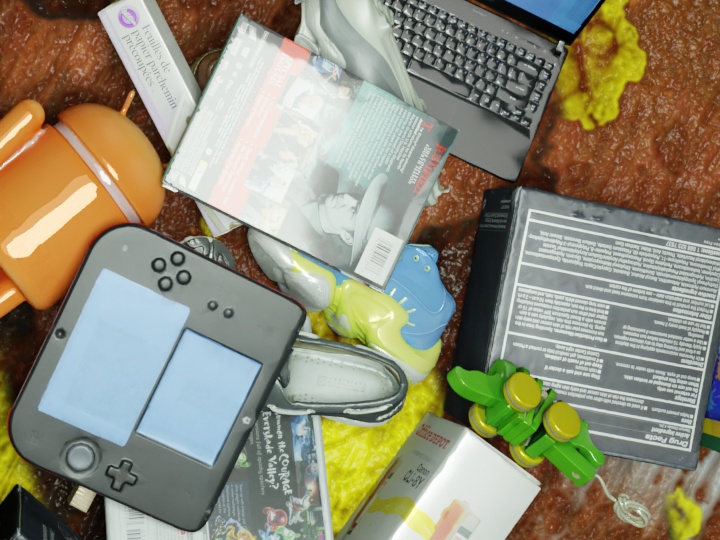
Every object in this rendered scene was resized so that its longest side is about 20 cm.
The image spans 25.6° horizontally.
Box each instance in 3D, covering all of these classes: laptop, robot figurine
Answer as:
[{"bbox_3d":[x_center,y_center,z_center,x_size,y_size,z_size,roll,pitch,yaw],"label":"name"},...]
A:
[{"bbox_3d":[0.103,-0.200,1.314,0.176,0.103,0.202,23,87,-11],"label":"laptop"},{"bbox_3d":[-0.234,-0.049,1.242,0.200,0.117,0.144,-40,84,-9],"label":"robot figurine"}]

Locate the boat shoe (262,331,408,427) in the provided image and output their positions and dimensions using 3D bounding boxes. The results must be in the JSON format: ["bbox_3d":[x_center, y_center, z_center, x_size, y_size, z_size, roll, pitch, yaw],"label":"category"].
[{"bbox_3d":[-0.059,0.080,1.272,0.197,0.060,0.077,4,71,-9],"label":"boat shoe"}]

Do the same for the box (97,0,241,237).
[{"bbox_3d":[-0.142,-0.125,1.260,0.038,0.042,0.202,-24,105,10],"label":"box"}]

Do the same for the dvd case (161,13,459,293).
[{"bbox_3d":[-0.038,-0.090,1.246,0.198,0.022,0.147,25,89,-13],"label":"dvd case"}]

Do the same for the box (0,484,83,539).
[{"bbox_3d":[-0.226,0.286,1.211,0.200,0.197,0.118,43,84,-10],"label":"box"}]

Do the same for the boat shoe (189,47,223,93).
[{"bbox_3d":[-0.062,-0.102,1.299,0.200,0.068,0.072,43,83,-10],"label":"boat shoe"}]

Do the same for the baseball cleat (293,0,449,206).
[{"bbox_3d":[0.001,-0.140,1.305,0.105,0.070,0.202,-15,105,13],"label":"baseball cleat"}]

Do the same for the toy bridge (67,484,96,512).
[{"bbox_3d":[-0.140,0.208,1.313,0.199,0.027,0.068,30,85,-12],"label":"toy bridge"}]

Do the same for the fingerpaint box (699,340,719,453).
[{"bbox_3d":[0.326,0.070,1.320,0.072,0.200,0.169,11,90,-11],"label":"fingerpaint box"}]

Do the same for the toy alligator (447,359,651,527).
[{"bbox_3d":[0.153,0.125,1.241,0.199,0.059,0.055,37,46,-9],"label":"toy alligator"}]

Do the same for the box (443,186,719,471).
[{"bbox_3d":[0.189,0.046,1.329,0.197,0.123,0.201,11,89,-10],"label":"box"}]

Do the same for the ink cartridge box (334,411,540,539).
[{"bbox_3d":[0.043,0.223,1.294,0.083,0.145,0.201,38,84,-9],"label":"ink cartridge box"}]

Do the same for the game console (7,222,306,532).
[{"bbox_3d":[-0.157,0.080,1.212,0.175,0.031,0.202,26,94,-10],"label":"game console"}]

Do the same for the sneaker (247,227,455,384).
[{"bbox_3d":[0.000,0.000,1.318,0.200,0.076,0.105,43,74,-21],"label":"sneaker"}]

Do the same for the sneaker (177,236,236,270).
[{"bbox_3d":[-0.181,0.050,1.260,0.200,0.079,0.074,-40,102,-5],"label":"sneaker"}]

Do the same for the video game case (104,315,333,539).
[{"bbox_3d":[-0.120,0.139,1.284,0.179,0.023,0.203,-3,71,-11],"label":"video game case"}]
